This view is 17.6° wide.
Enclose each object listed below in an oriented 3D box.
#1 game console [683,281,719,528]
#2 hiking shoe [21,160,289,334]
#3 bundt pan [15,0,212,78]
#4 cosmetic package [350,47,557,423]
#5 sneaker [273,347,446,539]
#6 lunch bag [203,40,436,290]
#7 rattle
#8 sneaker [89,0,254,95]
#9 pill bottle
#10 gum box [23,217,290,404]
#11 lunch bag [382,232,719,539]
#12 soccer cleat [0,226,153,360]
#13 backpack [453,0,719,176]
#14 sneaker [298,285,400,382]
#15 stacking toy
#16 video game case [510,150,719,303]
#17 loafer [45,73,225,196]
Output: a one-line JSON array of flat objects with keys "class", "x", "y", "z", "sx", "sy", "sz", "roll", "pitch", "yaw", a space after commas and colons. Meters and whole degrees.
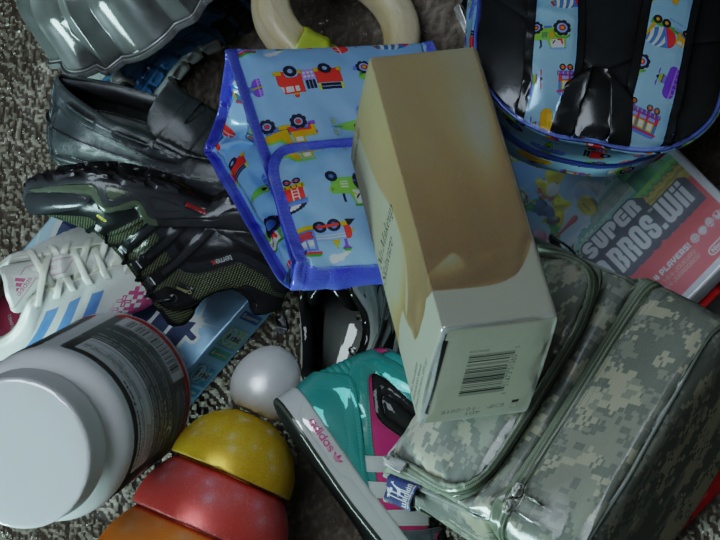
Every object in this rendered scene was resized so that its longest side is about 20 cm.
[{"class": "game console", "x": 0.174, "y": 0.085, "z": 1.528, "sx": 0.200, "sy": 0.031, "sz": 0.177, "roll": -46, "pitch": 59, "yaw": 7}, {"class": "hiking shoe", "x": -0.137, "y": -0.014, "z": 1.564, "sx": 0.198, "sy": 0.076, "sz": 0.102, "roll": 12, "pitch": 100, "yaw": 7}, {"class": "bundt pan", "x": -0.172, "y": -0.238, "z": 1.673, "sx": 0.201, "sy": 0.076, "sz": 0.203, "roll": -26, "pitch": 39, "yaw": 23}, {"class": "cosmetic package", "x": 0.052, "y": -0.022, "z": 1.374, "sx": 0.070, "sy": 0.106, "sz": 0.201, "roll": -6, "pitch": 54, "yaw": -13}, {"class": "sneaker", "x": 0.044, "y": 0.131, "z": 1.528, "sx": 0.120, "sy": 0.084, "sz": 0.201, "roll": -37, "pitch": 102, "yaw": -10}, {"class": "lunch bag", "x": 0.002, "y": -0.050, "z": 1.496, "sx": 0.201, "sy": 0.149, "sz": 0.095, "roll": -115, "pitch": 29, "yaw": -42}, {"class": "rattle", "x": -0.031, "y": -0.182, "z": 1.675, "sx": 0.129, "sy": 0.143, "sz": 0.201, "roll": -7, "pitch": 55, "yaw": -11}, {"class": "sneaker", "x": -0.144, "y": -0.190, "z": 1.704, "sx": 0.200, "sy": 0.075, "sz": 0.087, "roll": -39, "pitch": 60, "yaw": 10}, {"class": "pill bottle", "x": -0.191, "y": 0.099, "z": 1.527, "sx": 0.113, "sy": 0.200, "sz": 0.115, "roll": 2, "pitch": 99, "yaw": 12}, {"class": "gum box", "x": -0.157, "y": 0.010, "z": 1.676, "sx": 0.170, "sy": 0.045, "sz": 0.200, "roll": 44, "pitch": 97, "yaw": 25}, {"class": "lunch bag", "x": 0.125, "y": 0.093, "z": 1.433, "sx": 0.167, "sy": 0.139, "sz": 0.201, "roll": 28, "pitch": 80, "yaw": 31}, {"class": "soccer cleat", "x": -0.200, "y": 0.005, "z": 1.623, "sx": 0.199, "sy": 0.086, "sz": 0.070, "roll": -30, "pitch": 68, "yaw": 14}, {"class": "backpack", "x": 0.148, "y": -0.143, "z": 1.481, "sx": 0.181, "sy": 0.135, "sz": 0.202, "roll": 10, "pitch": 59, "yaw": -4}, {"class": "sneaker", "x": 0.000, "y": 0.000, "z": 1.587, "sx": 0.075, "sy": 0.088, "sz": 0.202, "roll": -3, "pitch": 75, "yaw": 24}, {"class": "stacking toy", "x": -0.088, "y": 0.147, "z": 1.565, "sx": 0.145, "sy": 0.146, "sz": 0.201, "roll": 22, "pitch": 82, "yaw": 26}, {"class": "video game case", "x": 0.153, "y": -0.038, "z": 1.551, "sx": 0.143, "sy": 0.017, "sz": 0.200, "roll": -46, "pitch": 59, "yaw": 8}, {"class": "loafer", "x": -0.129, "y": -0.094, "z": 1.618, "sx": 0.199, "sy": 0.068, "sz": 0.071, "roll": 11, "pitch": 123, "yaw": 19}]
